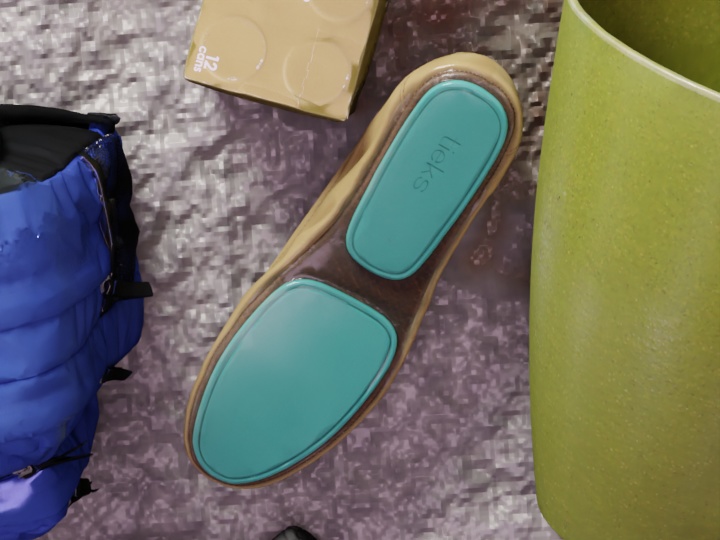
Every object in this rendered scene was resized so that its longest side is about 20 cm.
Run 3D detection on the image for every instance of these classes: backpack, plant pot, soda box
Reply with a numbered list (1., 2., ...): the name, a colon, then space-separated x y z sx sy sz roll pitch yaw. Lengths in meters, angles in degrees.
1. backpack: -0.160 0.022 0.916 0.162 0.200 0.168 -11 96 3
2. plant pot: 0.139 0.012 0.924 0.187 0.187 0.200 16 112 1
3. soda box: -0.009 -0.162 0.954 0.068 0.064 0.200 15 98 1

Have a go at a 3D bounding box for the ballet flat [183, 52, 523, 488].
1. ballet flat: 0.000 0.000 0.976 0.069 0.063 0.200 34 104 -10

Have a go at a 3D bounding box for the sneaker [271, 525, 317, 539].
1. sneaker: -0.029 0.184 1.003 0.104 0.060 0.200 -35 89 5
